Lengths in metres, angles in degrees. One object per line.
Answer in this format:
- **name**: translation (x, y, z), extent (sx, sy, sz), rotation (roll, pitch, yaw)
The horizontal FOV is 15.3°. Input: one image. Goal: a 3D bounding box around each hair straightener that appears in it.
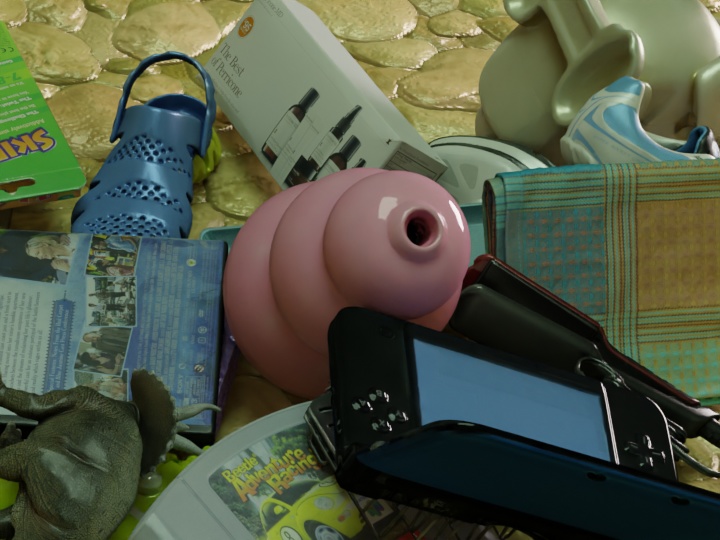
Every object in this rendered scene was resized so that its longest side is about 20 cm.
- **hair straightener**: translation (0.133, 0.071, 1.484), extent (0.200, 0.041, 0.077), rotation (37, 31, -5)

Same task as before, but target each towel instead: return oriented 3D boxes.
- **towel**: translation (0.168, 0.010, 1.553), extent (0.199, 0.148, 0.022), rotation (-4, 4, -16)

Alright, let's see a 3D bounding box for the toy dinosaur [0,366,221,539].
- **toy dinosaur**: translation (-0.150, 0.103, 1.352), extent (0.102, 0.077, 0.200), rotation (7, 33, 15)

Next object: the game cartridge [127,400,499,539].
- **game cartridge**: translation (-0.025, 0.137, 1.368), extent (0.133, 0.041, 0.200), rotation (44, 39, 16)

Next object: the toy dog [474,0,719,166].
- **toy dog**: translation (0.189, -0.117, 1.724), extent (0.199, 0.194, 0.140), rotation (5, 40, -36)

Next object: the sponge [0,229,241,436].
- **sponge**: translation (-0.168, 0.034, 1.536), extent (0.199, 0.030, 0.112), rotation (10, 48, 5)

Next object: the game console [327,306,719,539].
- **game console**: translation (0.098, 0.073, 1.318), extent (0.199, 0.119, 0.171), rotation (18, 40, -21)

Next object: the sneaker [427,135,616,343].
- **sneaker**: translation (0.085, -0.010, 1.614), extent (0.200, 0.076, 0.115), rotation (32, 41, 28)

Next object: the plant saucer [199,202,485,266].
- **plant saucer**: translation (-0.001, -0.004, 1.591), extent (0.199, 0.019, 0.070), rotation (-6, 47, 13)

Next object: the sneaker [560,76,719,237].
- **sneaker**: translation (0.208, -0.037, 1.607), extent (0.200, 0.073, 0.072), rotation (40, 8, -17)

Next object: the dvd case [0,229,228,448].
- **dvd case**: translation (-0.176, 0.035, 1.502), extent (0.199, 0.018, 0.143), rotation (3, 49, -2)

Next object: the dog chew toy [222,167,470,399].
- **dog chew toy**: translation (0.000, 0.000, 1.457), extent (0.124, 0.200, 0.125), rotation (5, 75, -18)

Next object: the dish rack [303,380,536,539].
- **dish rack**: translation (0.068, 0.121, 1.383), extent (0.153, 0.055, 0.200), rotation (-7, 55, -43)

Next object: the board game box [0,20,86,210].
- **board game box**: translation (-0.242, -0.091, 1.670), extent (0.095, 0.030, 0.200), rotation (-10, 35, -19)

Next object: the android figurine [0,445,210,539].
- **android figurine**: translation (-0.126, 0.152, 1.386), extent (0.182, 0.041, 0.200), rotation (31, 44, 31)

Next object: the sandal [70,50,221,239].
- **sandal**: translation (-0.132, -0.067, 1.655), extent (0.079, 0.087, 0.200), rotation (8, 37, 1)

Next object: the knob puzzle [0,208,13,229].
- **knob puzzle**: translation (-0.303, -0.089, 1.707), extent (0.218, 0.031, 0.220), rotation (4, 35, -3)

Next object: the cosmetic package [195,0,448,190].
- **cosmetic package**: translation (-0.028, -0.096, 1.703), extent (0.051, 0.083, 0.200), rotation (30, 14, -42)
